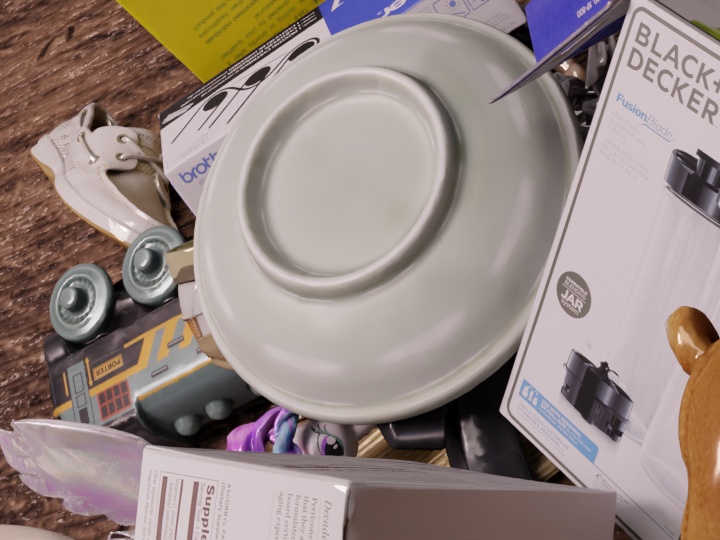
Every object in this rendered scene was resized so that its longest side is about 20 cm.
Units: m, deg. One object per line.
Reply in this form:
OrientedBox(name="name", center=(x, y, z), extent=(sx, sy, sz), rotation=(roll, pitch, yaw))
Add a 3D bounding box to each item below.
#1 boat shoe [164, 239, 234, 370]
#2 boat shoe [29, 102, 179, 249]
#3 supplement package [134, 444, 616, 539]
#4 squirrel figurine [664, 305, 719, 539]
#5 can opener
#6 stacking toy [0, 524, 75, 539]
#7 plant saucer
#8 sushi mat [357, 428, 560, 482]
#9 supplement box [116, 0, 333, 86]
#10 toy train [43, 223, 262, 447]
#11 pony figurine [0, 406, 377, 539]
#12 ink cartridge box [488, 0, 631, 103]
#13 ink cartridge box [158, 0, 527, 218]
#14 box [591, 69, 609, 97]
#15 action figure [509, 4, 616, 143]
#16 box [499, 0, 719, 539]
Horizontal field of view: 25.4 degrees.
OrientedBox(name="boat shoe", center=(0.000, 0.000, 0.791), extent=(0.199, 0.069, 0.075), rotation=(-12, 9, 28))
OrientedBox(name="boat shoe", center=(-0.157, -0.064, 1.039), extent=(0.069, 0.071, 0.200), rotation=(-50, 38, 1))
OrientedBox(name="supplement package", center=(0.001, 0.173, 0.591), extent=(0.110, 0.155, 0.202), rotation=(2, 85, 44))
OrientedBox(name="squirrel figurine", center=(0.179, 0.058, 0.540), extent=(0.141, 0.187, 0.201), rotation=(25, 77, 49))
OrientedBox(name="can opener", center=(0.057, 0.099, 0.709), extent=(0.078, 0.064, 0.201), rotation=(-18, 59, -4))
OrientedBox(name="stacking toy", center=(-0.148, 0.217, 0.665), extent=(0.145, 0.201, 0.147), rotation=(1, 46, -1))
OrientedBox(name="plant saucer", center=(0.001, -0.033, 0.716), extent=(0.199, 0.050, 0.202), rotation=(-10, 66, 25))
OrientedBox(name="sushi mat", center=(0.076, 0.063, 0.768), extent=(0.200, 0.012, 0.096), rotation=(-41, 41, 10))
OrientedBox(name="supplement box", center=(-0.060, -0.166, 0.927), extent=(0.109, 0.200, 0.109), rotation=(-38, 40, 11))
OrientedBox(name="toy train", center=(-0.093, 0.034, 0.897), extent=(0.199, 0.085, 0.115), rotation=(-27, 62, 21))
OrientedBox(name="pony figurine", center=(-0.070, 0.142, 0.754), extent=(0.191, 0.167, 0.202), rotation=(-7, 63, 21))
OrientedBox(name="ink cartridge box", center=(0.138, -0.139, 0.679), extent=(0.199, 0.037, 0.095), rotation=(-34, -1, -31))
OrientedBox(name="ink cartridge box", center=(-0.014, -0.107, 0.852), extent=(0.199, 0.044, 0.094), rotation=(-33, 26, 6))
OrientedBox(name="box", center=(0.221, -0.076, 0.661), extent=(0.200, 0.049, 0.162), rotation=(-40, 73, 13))
OrientedBox(name="action figure", center=(0.063, -0.073, 0.847), extent=(0.199, 0.069, 0.131), rotation=(-5, 51, 37))
OrientedBox(name="box", center=(0.134, 0.003, 0.624), extent=(0.117, 0.060, 0.201), rotation=(44, 132, 38))
